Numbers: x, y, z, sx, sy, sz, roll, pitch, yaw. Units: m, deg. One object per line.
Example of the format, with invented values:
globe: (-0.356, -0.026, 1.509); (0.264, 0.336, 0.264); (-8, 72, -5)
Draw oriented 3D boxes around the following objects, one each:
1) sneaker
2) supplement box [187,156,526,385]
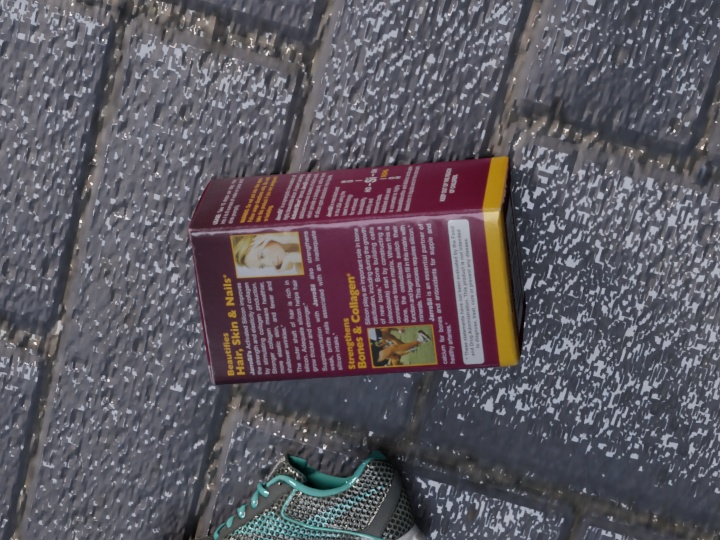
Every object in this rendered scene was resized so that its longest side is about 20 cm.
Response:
sneaker: (-0.054, 0.170, 1.610); (0.198, 0.078, 0.092); (-11, 97, 9)
supplement box: (0.000, 0.000, 1.504); (0.198, 0.086, 0.111); (-4, 115, 9)
